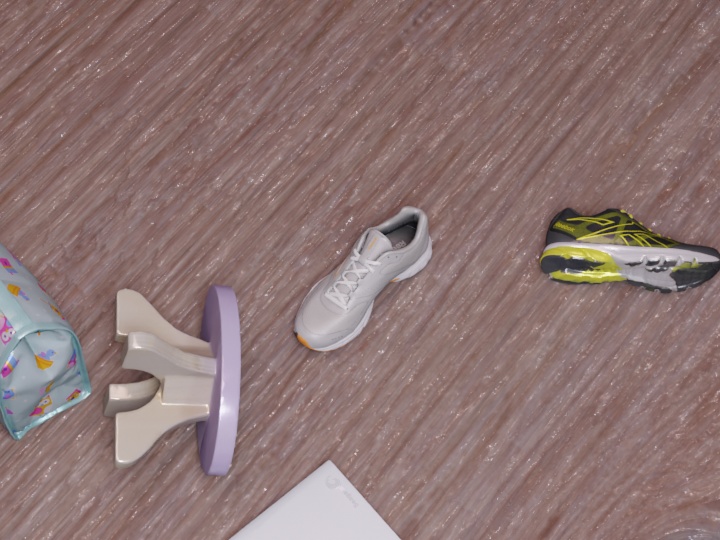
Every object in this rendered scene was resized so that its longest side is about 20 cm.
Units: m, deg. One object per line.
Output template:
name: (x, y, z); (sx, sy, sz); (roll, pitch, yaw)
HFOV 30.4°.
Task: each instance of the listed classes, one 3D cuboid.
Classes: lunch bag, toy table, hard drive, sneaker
lunch bag: (-0.367, 0.052, 1.342); (0.122, 0.200, 0.170); (-33, 67, -18)
toy table: (-0.191, 0.107, 1.342); (0.117, 0.184, 0.200); (5, 51, -17)
hard drive: (-0.066, 0.298, 1.310); (0.200, 0.026, 0.132); (-37, 68, -18)
sneaker: (0.301, -0.031, 1.468); (0.200, 0.075, 0.085); (5, 61, 2)
sneaker: (0.000, 0.000, 1.437); (0.076, 0.092, 0.200); (37, 67, 18)
